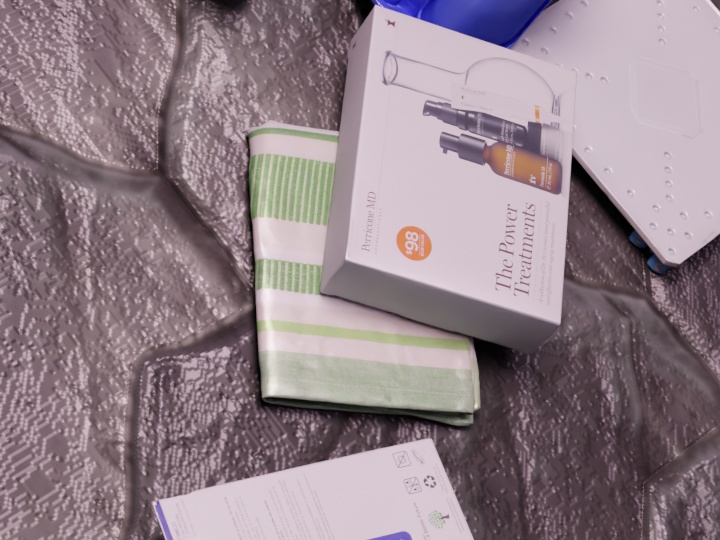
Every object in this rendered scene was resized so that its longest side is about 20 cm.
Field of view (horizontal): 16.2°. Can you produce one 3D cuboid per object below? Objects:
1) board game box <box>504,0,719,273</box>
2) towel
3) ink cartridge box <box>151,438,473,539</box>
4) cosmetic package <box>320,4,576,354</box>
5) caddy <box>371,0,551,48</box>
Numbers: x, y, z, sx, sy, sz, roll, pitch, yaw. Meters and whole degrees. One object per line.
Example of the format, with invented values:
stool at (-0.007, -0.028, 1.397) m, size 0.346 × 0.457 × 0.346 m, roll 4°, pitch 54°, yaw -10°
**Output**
board game box at (0.211, -0.117, 1.796) m, size 0.200 × 0.026 × 0.200 m, roll -34°, pitch 80°, yaw -37°
towel at (0.000, 0.000, 1.622) m, size 0.152 × 0.023 × 0.201 m, roll 8°, pitch 60°, yaw -23°
ink cartridge box at (-0.027, 0.166, 1.498) m, size 0.199 × 0.039 × 0.100 m, roll -9°, pitch 66°, yaw -32°
cosmetic package at (0.060, -0.060, 1.640) m, size 0.150 × 0.052 × 0.201 m, roll 15°, pitch 57°, yaw -14°
caddy at (0.080, -0.233, 1.747) m, size 0.141 × 0.105 × 0.200 m, roll 42°, pitch 50°, yaw -2°
